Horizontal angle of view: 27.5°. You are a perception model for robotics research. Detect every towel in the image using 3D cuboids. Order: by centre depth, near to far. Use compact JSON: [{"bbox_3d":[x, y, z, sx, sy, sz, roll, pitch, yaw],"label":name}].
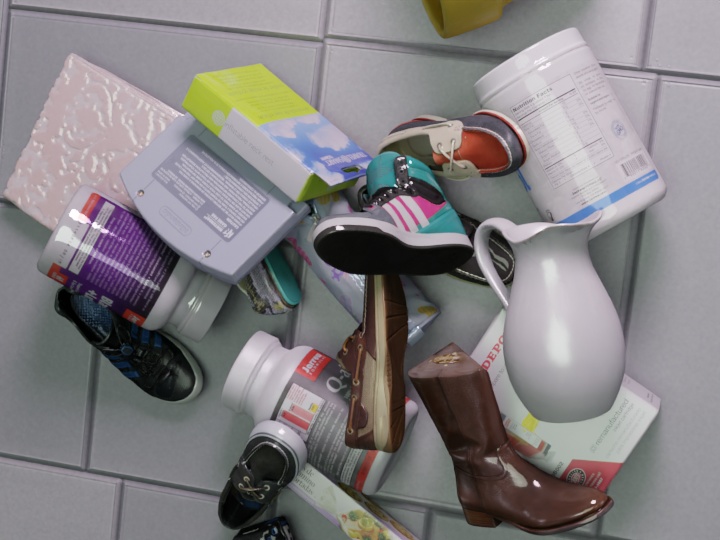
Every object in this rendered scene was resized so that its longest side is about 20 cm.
[{"bbox_3d":[-0.297,-0.121,1.703,0.191,0.032,0.200,32,105,8],"label":"towel"}]

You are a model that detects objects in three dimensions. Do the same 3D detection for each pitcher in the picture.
[{"bbox_3d":[0.185,0.043,1.488,0.171,0.121,0.201,6,108,57],"label":"pitcher"}]

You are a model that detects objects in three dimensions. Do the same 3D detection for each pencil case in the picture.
[{"bbox_3d":[0.000,0.000,1.615,0.083,0.091,0.200,-39,87,-14],"label":"pencil case"}]

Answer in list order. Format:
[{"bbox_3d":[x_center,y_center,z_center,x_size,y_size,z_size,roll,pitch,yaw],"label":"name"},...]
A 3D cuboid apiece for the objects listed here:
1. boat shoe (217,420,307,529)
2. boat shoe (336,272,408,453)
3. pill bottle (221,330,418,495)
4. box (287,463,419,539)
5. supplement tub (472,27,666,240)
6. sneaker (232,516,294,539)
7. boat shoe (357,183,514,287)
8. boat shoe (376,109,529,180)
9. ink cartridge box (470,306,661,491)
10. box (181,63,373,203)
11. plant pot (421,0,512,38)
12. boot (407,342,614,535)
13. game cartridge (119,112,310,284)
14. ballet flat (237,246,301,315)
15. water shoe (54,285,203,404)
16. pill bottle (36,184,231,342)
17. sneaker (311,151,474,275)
[{"bbox_3d":[-0.111,0.231,1.621,0.068,0.057,0.200,31,145,1],"label":"boat shoe"},{"bbox_3d":[0.007,0.090,1.540,0.072,0.072,0.201,0,93,21],"label":"boat shoe"},{"bbox_3d":[-0.046,0.154,1.627,0.199,0.116,0.116,27,101,9],"label":"pill bottle"},{"bbox_3d":[-0.022,0.264,1.670,0.200,0.041,0.039,39,101,8],"label":"box"},{"bbox_3d":[0.218,-0.135,1.530,0.132,0.132,0.201,-30,87,14],"label":"supplement tub"},{"bbox_3d":[-0.065,0.337,1.669,0.199,0.073,0.112,0,96,15],"label":"sneaker"},{"bbox_3d":[0.082,-0.038,1.604,0.200,0.066,0.072,30,100,9],"label":"boat shoe"},{"bbox_3d":[0.096,-0.127,1.539,0.200,0.062,0.071,12,124,53],"label":"boat shoe"},{"bbox_3d":[0.201,0.146,1.583,0.200,0.083,0.145,34,101,9],"label":"ink cartridge box"},{"bbox_3d":[-0.081,-0.145,1.589,0.200,0.122,0.048,41,120,17],"label":"box"},{"bbox_3d":[0.141,-0.363,1.508,0.188,0.201,0.202,-19,90,-2],"label":"plant pot"},{"bbox_3d":[0.150,0.168,1.503,0.186,0.064,0.201,-8,108,35],"label":"boot"},{"bbox_3d":[-0.165,-0.077,1.592,0.133,0.041,0.200,-43,61,-11],"label":"game cartridge"},{"bbox_3d":[-0.131,-0.041,1.657,0.072,0.072,0.201,-20,89,14],"label":"ballet flat"},{"bbox_3d":[-0.273,0.089,1.694,0.200,0.079,0.072,38,102,8],"label":"water shoe"},{"bbox_3d":[-0.249,-0.002,1.641,0.200,0.111,0.112,29,101,-8],"label":"pill bottle"},{"bbox_3d":[0.021,-0.065,1.506,0.084,0.199,0.121,-43,55,36],"label":"sneaker"}]
